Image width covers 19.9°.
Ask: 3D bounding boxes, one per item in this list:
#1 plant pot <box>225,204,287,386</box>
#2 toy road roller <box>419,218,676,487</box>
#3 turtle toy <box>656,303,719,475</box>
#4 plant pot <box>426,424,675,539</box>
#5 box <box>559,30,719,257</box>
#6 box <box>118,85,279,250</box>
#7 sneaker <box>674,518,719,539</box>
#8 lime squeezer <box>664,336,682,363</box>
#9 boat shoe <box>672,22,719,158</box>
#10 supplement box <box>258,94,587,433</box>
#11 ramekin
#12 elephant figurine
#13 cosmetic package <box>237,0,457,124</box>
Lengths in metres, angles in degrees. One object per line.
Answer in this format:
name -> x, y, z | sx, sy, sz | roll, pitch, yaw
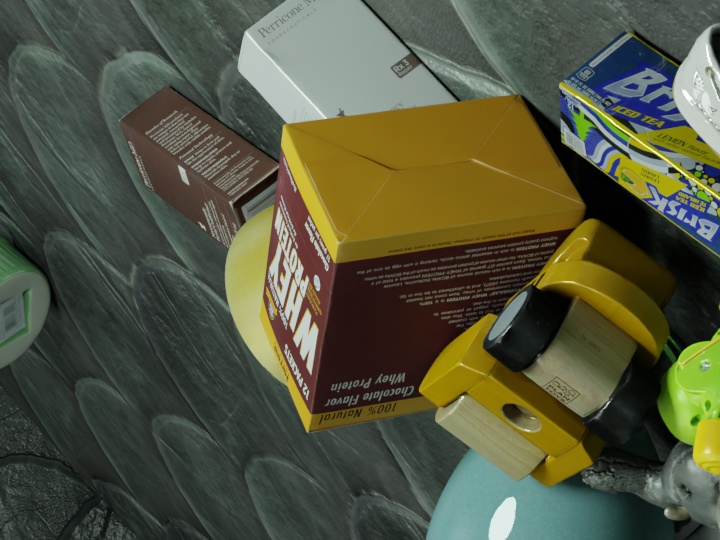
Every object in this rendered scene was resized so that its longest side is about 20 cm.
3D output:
plant pot -> 0.000, 0.000, 1.829 | 0.200, 0.200, 0.142 | 52, 135, 0
toy road roller -> 0.148, 0.055, 1.487 | 0.123, 0.146, 0.200 | 37, 149, -6
turtle toy -> 0.280, 0.078, 1.372 | 0.199, 0.147, 0.101 | -3, 154, 42
plant pot -> 0.164, 0.174, 1.621 | 0.200, 0.199, 0.136 | 30, 113, 45
box -> 0.224, -0.072, 1.352 | 0.200, 0.070, 0.064 | 40, 157, 29
box -> -0.157, -0.099, 2.124 | 0.200, 0.075, 0.100 | 37, 155, 39
sneaker -> 0.304, 0.198, 1.639 | 0.080, 0.077, 0.200 | 30, 164, 0
lime squeezer -> 0.283, 0.086, 1.558 | 0.200, 0.038, 0.071 | 27, 117, 51
boat shoe -> 0.270, -0.071, 1.255 | 0.200, 0.071, 0.069 | 47, 161, 17
supplement box -> 0.040, -0.005, 1.563 | 0.201, 0.196, 0.133 | 99, 154, -43
ramekin -> -0.558, 0.054, 3.073 | 0.097, 0.200, 0.201 | 31, 152, 28
elephant figurine -> 0.286, 0.155, 1.463 | 0.200, 0.155, 0.142 | 37, -177, -11
cosmetic package -> 0.001, -0.139, 1.680 | 0.200, 0.102, 0.074 | 47, 159, 11
